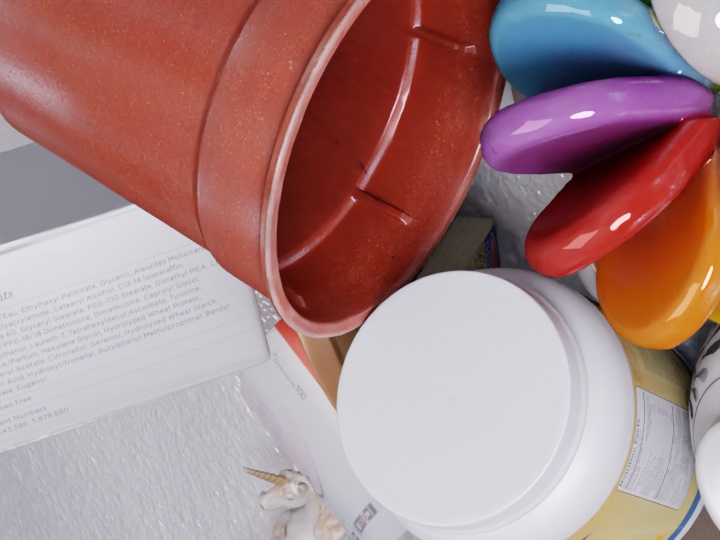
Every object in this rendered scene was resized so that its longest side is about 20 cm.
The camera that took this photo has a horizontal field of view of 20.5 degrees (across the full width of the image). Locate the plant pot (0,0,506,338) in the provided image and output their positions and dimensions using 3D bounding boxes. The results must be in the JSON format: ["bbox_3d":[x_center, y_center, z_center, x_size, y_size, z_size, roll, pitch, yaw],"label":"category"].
[{"bbox_3d":[-0.062,-0.098,0.957,0.195,0.201,0.201,25,135,25],"label":"plant pot"}]

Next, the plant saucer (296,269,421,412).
[{"bbox_3d":[0.000,0.000,1.143,0.032,0.200,0.201,-16,105,16],"label":"plant saucer"}]

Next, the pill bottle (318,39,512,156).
[{"bbox_3d":[-0.014,-0.147,1.089,0.200,0.111,0.111,53,147,11],"label":"pill bottle"}]

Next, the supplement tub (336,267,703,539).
[{"bbox_3d":[0.087,0.080,1.017,0.144,0.200,0.145,-7,75,27],"label":"supplement tub"}]

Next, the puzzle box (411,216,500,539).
[{"bbox_3d":[0.058,0.086,1.159,0.025,0.133,0.200,4,122,22],"label":"puzzle box"}]

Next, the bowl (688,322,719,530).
[{"bbox_3d":[0.225,0.090,0.965,0.201,0.094,0.201,34,139,36],"label":"bowl"}]

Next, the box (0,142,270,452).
[{"bbox_3d":[-0.183,-0.001,1.297,0.199,0.199,0.131,-128,22,-66],"label":"box"}]

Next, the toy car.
[{"bbox_3d":[0.126,-0.060,0.916,0.175,0.150,0.201,-27,81,58],"label":"toy car"}]

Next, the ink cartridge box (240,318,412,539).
[{"bbox_3d":[-0.016,0.105,1.291,0.163,0.057,0.200,52,171,13],"label":"ink cartridge box"}]

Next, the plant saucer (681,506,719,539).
[{"bbox_3d":[0.170,0.170,1.159,0.200,0.032,0.201,35,140,35],"label":"plant saucer"}]

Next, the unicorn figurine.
[{"bbox_3d":[-0.031,0.214,1.443,0.200,0.074,0.137,47,139,-6],"label":"unicorn figurine"}]
